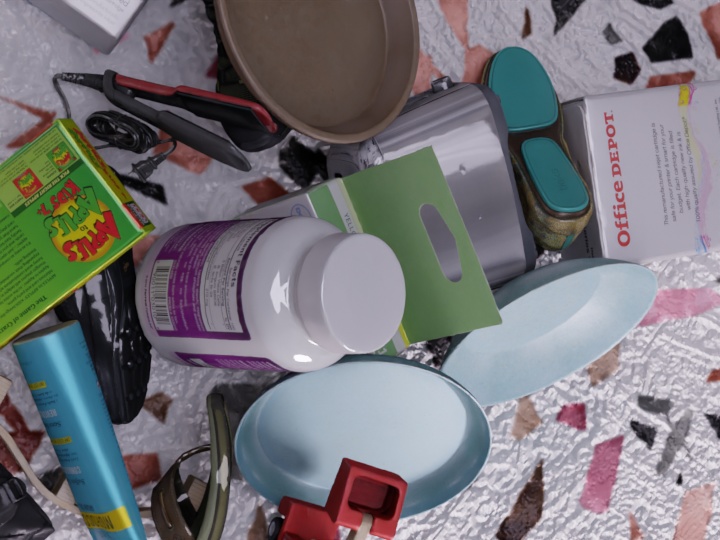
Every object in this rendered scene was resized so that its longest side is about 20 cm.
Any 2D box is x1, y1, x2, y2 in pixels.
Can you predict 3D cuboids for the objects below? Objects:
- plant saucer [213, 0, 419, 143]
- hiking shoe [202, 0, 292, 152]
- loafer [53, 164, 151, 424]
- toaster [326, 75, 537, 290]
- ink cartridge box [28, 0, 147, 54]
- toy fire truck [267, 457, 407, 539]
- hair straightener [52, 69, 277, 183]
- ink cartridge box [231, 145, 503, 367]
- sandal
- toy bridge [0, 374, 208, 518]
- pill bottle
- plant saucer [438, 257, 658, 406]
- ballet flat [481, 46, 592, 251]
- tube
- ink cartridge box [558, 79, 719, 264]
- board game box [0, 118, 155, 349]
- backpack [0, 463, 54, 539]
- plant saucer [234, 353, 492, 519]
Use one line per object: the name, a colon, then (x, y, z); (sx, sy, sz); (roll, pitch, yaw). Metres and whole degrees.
plant saucer: (-0.035, -0.190, 1.103); (0.200, 0.029, 0.201); (11, 74, -42)
hiking shoe: (-0.092, -0.186, 1.123); (0.101, 0.075, 0.201); (42, 38, -54)
loafer: (-0.205, 0.019, 1.128); (0.070, 0.068, 0.202); (-6, 98, 15)
toaster: (0.056, -0.048, 1.197); (0.129, 0.114, 0.201); (-18, 104, -17)
ink cartridge box: (-0.181, -0.282, 1.131); (0.116, 0.068, 0.200); (34, 77, -11)
toy fire truck: (-0.036, 0.235, 1.130); (0.049, 0.141, 0.201); (19, 89, -19)
hair straightener: (-0.158, -0.107, 1.093); (0.077, 0.199, 0.041); (-61, 150, -16)
ink cartridge box: (0.000, 0.000, 1.129); (0.048, 0.200, 0.146); (-28, 98, -40)
sandal: (-0.133, 0.190, 1.113); (0.057, 0.080, 0.202); (14, 93, -6)
toy bridge: (-0.215, 0.149, 1.134); (0.200, 0.027, 0.067); (31, 80, -19)
pill bottle: (-0.065, 0.017, 1.085); (0.112, 0.199, 0.113); (1, 89, -45)
plant saucer: (0.144, 0.041, 1.207); (0.200, 0.201, 0.039); (-16, 60, -20)
ballet flat: (0.141, -0.099, 1.238); (0.070, 0.071, 0.201); (1, 50, -21)
tube: (-0.198, 0.138, 1.090); (0.050, 0.077, 0.201); (-22, 98, -28)
ink cartridge box: (0.268, -0.085, 1.291); (0.199, 0.084, 0.146); (-9, 92, -21)
board game box: (-0.258, -0.008, 1.067); (0.200, 0.048, 0.102); (-37, 94, 5)
backpack: (-0.346, 0.199, 1.034); (0.163, 0.153, 0.200); (50, 52, -18)
plant saucer: (0.002, 0.128, 1.155); (0.199, 0.200, 0.028); (18, 42, -19)
